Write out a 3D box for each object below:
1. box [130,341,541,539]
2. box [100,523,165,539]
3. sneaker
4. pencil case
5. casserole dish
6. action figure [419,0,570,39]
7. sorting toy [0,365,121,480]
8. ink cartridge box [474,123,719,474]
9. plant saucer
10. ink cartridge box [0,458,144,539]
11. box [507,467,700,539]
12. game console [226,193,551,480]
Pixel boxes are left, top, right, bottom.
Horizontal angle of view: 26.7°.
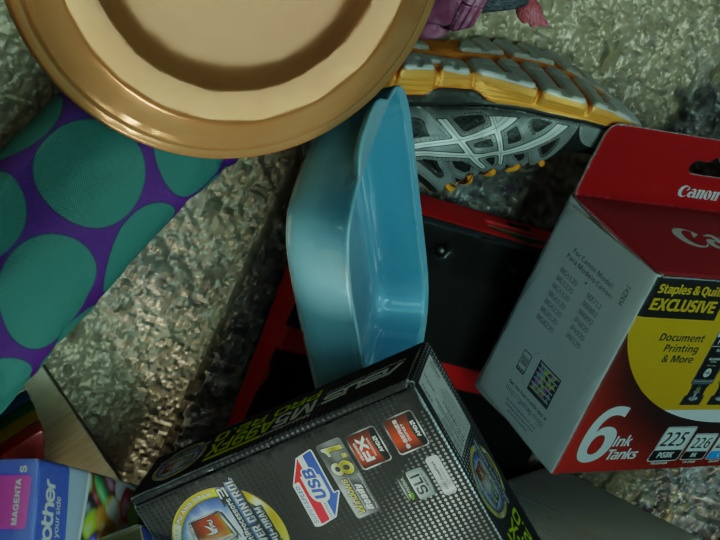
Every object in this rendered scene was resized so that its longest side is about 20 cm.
[{"bbox_3d":[0.008,0.154,0.731,0.159,0.044,0.201,-24,104,21],"label":"box"},{"bbox_3d":[-0.056,0.194,0.800,0.032,0.122,0.200,-23,163,23],"label":"box"},{"bbox_3d":[0.057,-0.080,0.816,0.198,0.078,0.078,5,115,-17],"label":"sneaker"},{"bbox_3d":[-0.140,-0.021,0.700,0.085,0.093,0.200,37,64,6],"label":"pencil case"},{"bbox_3d":[0.000,0.000,0.756,0.038,0.122,0.201,6,137,14],"label":"casserole dish"},{"bbox_3d":[0.008,-0.163,0.711,0.198,0.149,0.135,22,121,-1],"label":"action figure"},{"bbox_3d":[-0.243,0.107,0.760,0.199,0.070,0.200,-33,120,-8],"label":"sorting toy"},{"bbox_3d":[0.191,0.020,0.863,0.199,0.084,0.177,3,122,-37],"label":"ink cartridge box"},{"bbox_3d":[-0.055,-0.143,0.643,0.198,0.037,0.202,-5,109,-13],"label":"plant saucer"},{"bbox_3d":[-0.138,0.163,0.751,0.200,0.042,0.120,30,59,-56],"label":"ink cartridge box"},{"bbox_3d":[0.097,0.211,0.868,0.200,0.106,0.154,0,111,-63],"label":"box"},{"bbox_3d":[0.036,0.047,0.884,0.199,0.031,0.178,14,110,-26],"label":"game console"}]
